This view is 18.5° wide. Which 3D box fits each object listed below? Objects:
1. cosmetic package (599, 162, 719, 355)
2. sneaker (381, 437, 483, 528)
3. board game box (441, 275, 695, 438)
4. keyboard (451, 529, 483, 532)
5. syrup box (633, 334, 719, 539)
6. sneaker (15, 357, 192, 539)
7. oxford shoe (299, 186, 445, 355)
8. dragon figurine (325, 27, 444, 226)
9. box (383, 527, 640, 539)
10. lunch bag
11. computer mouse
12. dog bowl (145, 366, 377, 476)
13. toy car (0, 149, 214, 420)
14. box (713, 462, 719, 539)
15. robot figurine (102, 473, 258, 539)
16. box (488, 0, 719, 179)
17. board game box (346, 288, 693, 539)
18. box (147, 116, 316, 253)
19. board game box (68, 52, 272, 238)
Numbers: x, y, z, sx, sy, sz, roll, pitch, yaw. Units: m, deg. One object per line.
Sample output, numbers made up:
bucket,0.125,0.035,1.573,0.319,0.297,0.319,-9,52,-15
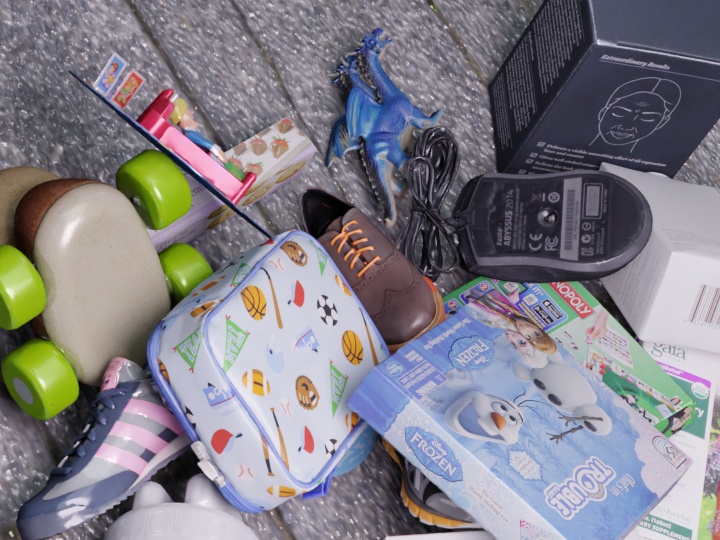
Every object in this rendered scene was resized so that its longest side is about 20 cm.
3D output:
cosmetic package,0.258,-0.009,1.788,0.113,0.081,0.200,13,19,-14
sneaker,0.064,0.124,1.604,0.078,0.077,0.200,0,23,-21
board game box,0.144,0.076,1.709,0.134,0.029,0.200,-28,53,-18
keyboard,0.055,0.133,1.703,0.056,0.011,0.200,-23,69,-34
syrup box,0.231,0.147,1.726,0.079,0.081,0.200,21,53,-9
sneaker,-0.172,0.109,1.531,0.200,0.070,0.082,-38,108,-37
oxford shoe,0.000,0.000,1.677,0.071,0.073,0.200,-39,34,-4
dragon figurine,0.007,-0.111,1.818,0.099,0.059,0.200,25,51,-7
box,0.097,0.252,1.568,0.199,0.124,0.098,0,58,-25
lunch bag,-0.060,0.073,1.540,0.160,0.075,0.200,59,34,-11
computer mouse,0.132,-0.038,1.748,0.199,0.053,0.139,6,68,11
dog bowl,-0.073,0.079,1.656,0.200,0.050,0.112,21,53,-8
toy car,-0.234,-0.012,1.600,0.164,0.158,0.200,-36,39,-29
box,0.333,0.130,1.774,0.102,0.095,0.200,23,52,-8
robot figurine,-0.125,0.237,1.485,0.169,0.113,0.200,-13,49,20
box,0.215,-0.160,1.853,0.148,0.200,0.107,8,55,-19
board game box,0.117,0.115,1.556,0.199,0.043,0.200,42,31,11
box,-0.119,-0.059,1.739,0.200,0.041,0.039,-33,75,-37
board game box,-0.122,-0.094,1.616,0.158,0.200,0.039,38,88,36
